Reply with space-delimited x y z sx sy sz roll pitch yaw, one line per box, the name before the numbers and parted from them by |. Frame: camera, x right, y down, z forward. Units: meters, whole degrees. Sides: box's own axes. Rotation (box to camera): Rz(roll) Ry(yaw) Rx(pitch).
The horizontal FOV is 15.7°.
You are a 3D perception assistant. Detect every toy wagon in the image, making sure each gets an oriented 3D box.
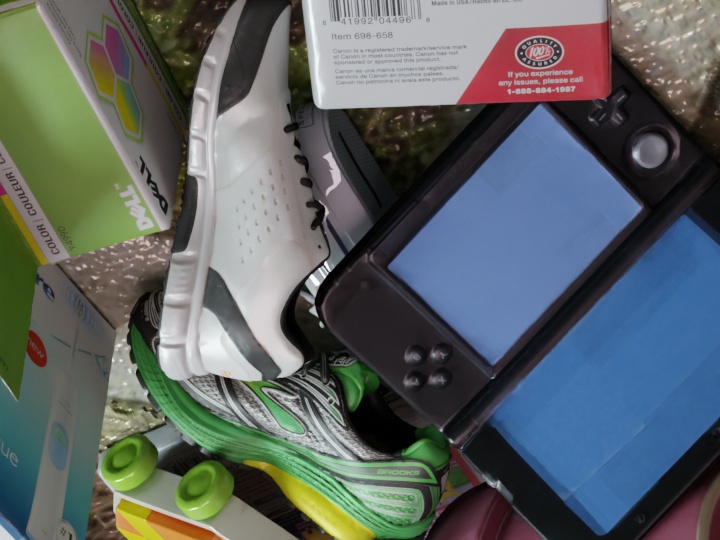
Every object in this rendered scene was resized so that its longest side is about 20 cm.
toy wagon | -0.054 0.160 1.418 0.200 0.040 0.155 14 151 49

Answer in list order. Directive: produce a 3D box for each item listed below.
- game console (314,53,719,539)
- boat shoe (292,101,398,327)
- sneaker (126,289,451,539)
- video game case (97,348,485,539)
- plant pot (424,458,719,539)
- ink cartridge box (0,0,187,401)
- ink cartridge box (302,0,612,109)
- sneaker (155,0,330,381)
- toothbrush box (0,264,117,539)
game console | 0.110 0.014 1.296 0.200 0.116 0.176 -46 117 1
boat shoe | 0.000 0.000 1.372 0.067 0.074 0.201 -19 114 22
sneaker | -0.036 0.067 1.397 0.199 0.078 0.085 33 114 8
video game case | -0.021 0.134 1.508 0.199 0.023 0.182 -23 125 19
plant pot | 0.156 0.182 1.366 0.200 0.201 0.179 37 140 -25
ink cartridge box | -0.151 -0.061 1.236 0.075 0.201 0.148 -16 128 15
ink cartridge box | 0.042 -0.180 1.206 0.143 0.084 0.201 -2 130 5
sneaker | -0.047 -0.041 1.286 0.080 0.074 0.201 9 100 9
toothbrush box | -0.208 0.066 1.344 0.085 0.200 0.147 -25 123 20
